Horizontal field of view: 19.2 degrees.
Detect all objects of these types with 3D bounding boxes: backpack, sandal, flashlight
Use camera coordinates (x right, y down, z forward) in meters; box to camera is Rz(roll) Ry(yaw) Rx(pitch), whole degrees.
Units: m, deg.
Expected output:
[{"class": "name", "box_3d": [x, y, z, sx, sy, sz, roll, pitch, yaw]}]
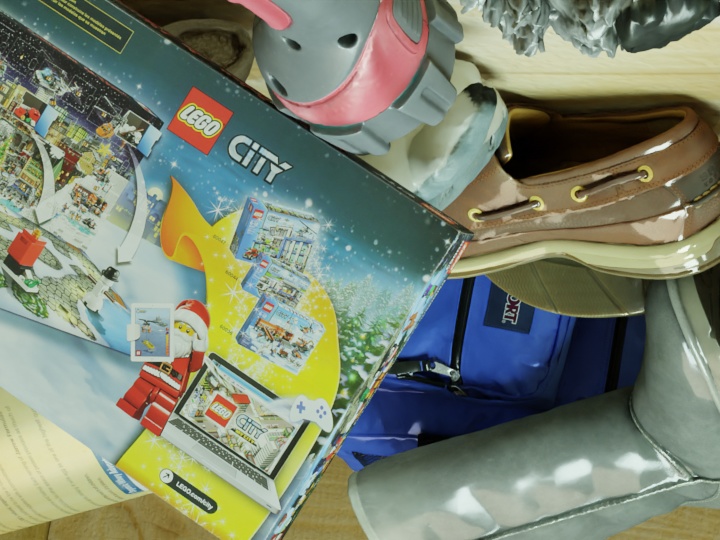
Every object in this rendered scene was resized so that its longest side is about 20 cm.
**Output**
[{"class": "backpack", "box_3d": [0.083, 0.038, 1.077, 0.199, 0.163, 0.168, 8, 169, 14]}, {"class": "sandal", "box_3d": [0.139, -0.020, 0.971, 0.199, 0.081, 0.054, 3, -168, 14]}, {"class": "flashlight", "box_3d": [-0.035, -0.094, 0.653, 0.068, 0.068, 0.200, 40, -173, 30]}]

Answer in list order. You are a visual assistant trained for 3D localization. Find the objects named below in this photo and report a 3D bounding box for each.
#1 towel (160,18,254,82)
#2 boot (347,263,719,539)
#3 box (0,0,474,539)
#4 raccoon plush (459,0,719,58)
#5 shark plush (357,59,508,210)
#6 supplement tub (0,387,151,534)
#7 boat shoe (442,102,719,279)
[{"class": "towel", "box_3d": [-0.142, -0.060, 0.864, 0.199, 0.035, 0.133, -15, 180, -6]}, {"class": "boot", "box_3d": [0.088, 0.074, 0.964, 0.199, 0.073, 0.182, -10, 131, 21]}, {"class": "box", "box_3d": [-0.079, -0.010, 0.759, 0.200, 0.137, 0.038, 34, -175, 9]}, {"class": "raccoon plush", "box_3d": [0.005, -0.110, 0.418, 0.199, 0.097, 0.134, 6, 163, 28]}, {"class": "shark plush", "box_3d": [0.000, 0.000, 0.813, 0.090, 0.201, 0.083, 12, 157, 24]}, {"class": "supplement tub", "box_3d": [-0.136, 0.032, 0.891, 0.199, 0.145, 0.145, -16, 168, 8]}, {"class": "boat shoe", "box_3d": [0.067, -0.042, 0.908, 0.199, 0.072, 0.068, 1, 130, 32]}]
